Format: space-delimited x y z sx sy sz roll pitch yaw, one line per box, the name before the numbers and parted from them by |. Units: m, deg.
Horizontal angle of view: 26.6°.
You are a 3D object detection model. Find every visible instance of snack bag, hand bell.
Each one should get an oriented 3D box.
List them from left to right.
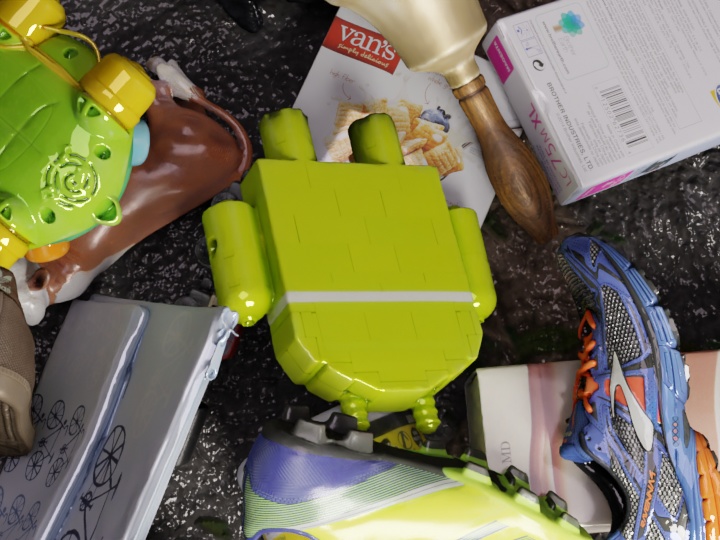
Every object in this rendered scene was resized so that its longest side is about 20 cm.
snack bag | -0.155 0.102 0.870 0.021 0.199 0.190 29 76 -30
hand bell | 0.069 -0.105 0.924 0.104 0.104 0.201 -31 102 -7

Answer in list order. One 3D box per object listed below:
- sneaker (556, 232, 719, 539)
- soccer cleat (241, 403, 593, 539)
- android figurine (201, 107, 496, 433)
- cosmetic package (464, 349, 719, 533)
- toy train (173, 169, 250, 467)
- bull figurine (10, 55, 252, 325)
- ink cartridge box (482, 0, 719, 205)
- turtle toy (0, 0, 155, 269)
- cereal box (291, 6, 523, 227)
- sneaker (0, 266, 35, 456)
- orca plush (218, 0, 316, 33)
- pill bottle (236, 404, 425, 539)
sneaker | 0.143 0.075 0.839 0.078 0.075 0.202 -16 76 -2
soccer cleat | 0.029 0.135 0.818 0.198 0.065 0.084 18 95 -15
android figurine | 0.000 0.000 0.880 0.181 0.041 0.202 -1 64 -29
cosmetic package | 0.167 0.104 0.913 0.198 0.087 0.104 -6 79 -2
toy train | -0.094 0.036 0.925 0.045 0.034 0.202 21 98 0
bull figurine | -0.168 -0.053 0.956 0.199 0.065 0.122 -29 78 -6
ink cartridge box | 0.189 -0.129 0.974 0.199 0.042 0.120 -21 79 -19
turtle toy | -0.205 -0.087 0.885 0.200 0.101 0.146 41 87 19
cereal box | 0.013 -0.056 0.971 0.143 0.040 0.201 23 79 3
sneaker | -0.212 0.057 0.869 0.070 0.200 0.076 13 71 -16
orca plush | -0.060 -0.195 1.004 0.198 0.072 0.106 4 33 -10
pill bottle | 0.017 0.180 0.883 0.112 0.112 0.201 -26 80 -6
